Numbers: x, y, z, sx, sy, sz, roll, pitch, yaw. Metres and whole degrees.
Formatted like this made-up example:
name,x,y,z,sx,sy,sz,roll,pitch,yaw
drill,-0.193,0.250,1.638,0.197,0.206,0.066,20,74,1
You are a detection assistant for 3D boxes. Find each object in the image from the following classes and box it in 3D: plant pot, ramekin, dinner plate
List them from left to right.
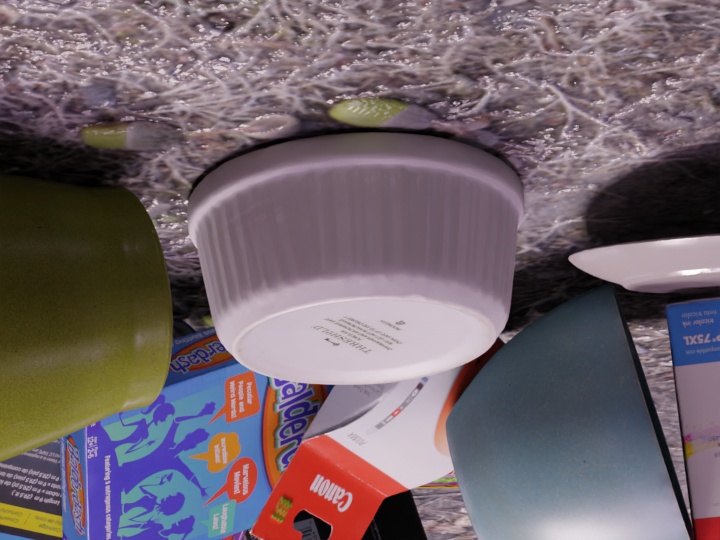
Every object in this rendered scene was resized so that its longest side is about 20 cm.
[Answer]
name,x,y,z,sx,sy,sz,roll,pitch,yaw
plant pot,-0.215,0.025,1.302,0.193,0.201,0.200,-7,163,-25
ramekin,0.000,0.000,1.367,0.202,0.094,0.202,-4,159,-1
plant pot,0.133,0.122,1.529,0.134,0.200,0.200,-17,157,7
dinner plate,0.229,-0.004,1.424,0.200,0.024,0.200,-3,173,0

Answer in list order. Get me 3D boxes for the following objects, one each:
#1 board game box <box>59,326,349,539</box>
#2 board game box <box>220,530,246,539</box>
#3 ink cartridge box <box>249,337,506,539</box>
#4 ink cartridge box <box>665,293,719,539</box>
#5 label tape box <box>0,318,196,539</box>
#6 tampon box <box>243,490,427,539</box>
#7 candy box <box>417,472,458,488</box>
name,x,y,z,sx,sy,sz,roll,pitch,yaw
board game box,-0.099,0.109,1.513,0.200,0.045,0.152,-19,132,-26
board game box,-0.136,0.165,1.638,0.120,0.032,0.200,22,114,2
ink cartridge box,0.023,0.116,1.553,0.050,0.200,0.162,26,173,28
ink cartridge box,0.246,0.115,1.522,0.067,0.200,0.116,-7,180,8
label tape box,-0.201,0.113,1.517,0.144,0.063,0.200,21,106,-48
tampon box,-0.054,0.194,1.751,0.126,0.150,0.200,-14,164,-24
candy box,0.091,0.152,1.877,0.200,0.026,0.102,0,156,-10
